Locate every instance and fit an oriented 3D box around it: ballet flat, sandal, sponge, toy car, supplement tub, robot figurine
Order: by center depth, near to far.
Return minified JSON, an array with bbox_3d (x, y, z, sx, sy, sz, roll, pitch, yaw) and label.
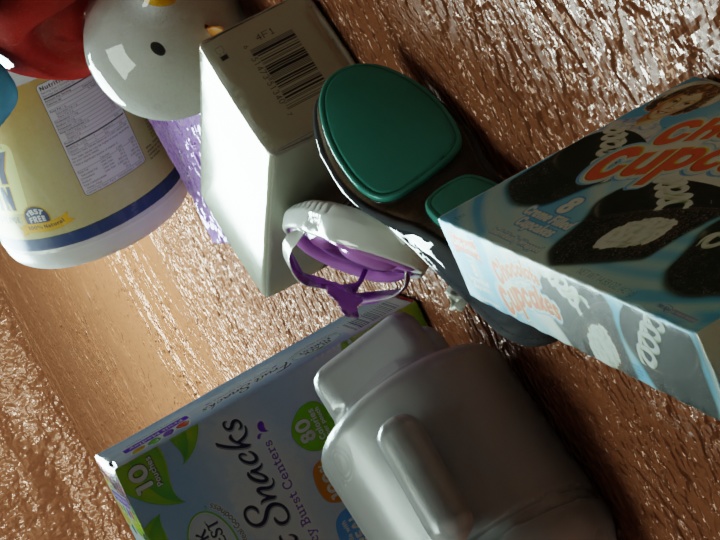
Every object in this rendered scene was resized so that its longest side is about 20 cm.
[{"bbox_3d":[0.041,-0.026,1.238,0.200,0.073,0.073,44,158,46],"label":"ballet flat"},{"bbox_3d":[0.057,0.118,1.363,0.200,0.113,0.170,56,-167,22],"label":"robot figurine"},{"bbox_3d":[-0.007,-0.003,1.373,0.082,0.050,0.203,20,176,0],"label":"sandal"},{"bbox_3d":[-0.134,-0.154,1.503,0.200,0.184,0.177,26,154,14],"label":"toy car"},{"bbox_3d":[-0.087,-0.070,1.688,0.112,0.030,0.200,64,166,-9],"label":"sponge"},{"bbox_3d":[-0.216,-0.118,1.818,0.144,0.144,0.200,34,150,62],"label":"supplement tub"}]

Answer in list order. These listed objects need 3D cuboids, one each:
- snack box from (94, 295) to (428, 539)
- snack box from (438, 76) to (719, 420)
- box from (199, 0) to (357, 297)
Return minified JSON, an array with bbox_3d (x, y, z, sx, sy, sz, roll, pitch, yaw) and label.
[{"bbox_3d":[-0.031,0.122,1.501,0.142,0.200,0.053,65,165,-13],"label":"snack box"},{"bbox_3d":[0.118,-0.013,0.879,0.037,0.116,0.200,66,165,-19],"label":"snack box"},{"bbox_3d":[-0.042,-0.066,1.452,0.082,0.068,0.200,58,166,16],"label":"box"}]
